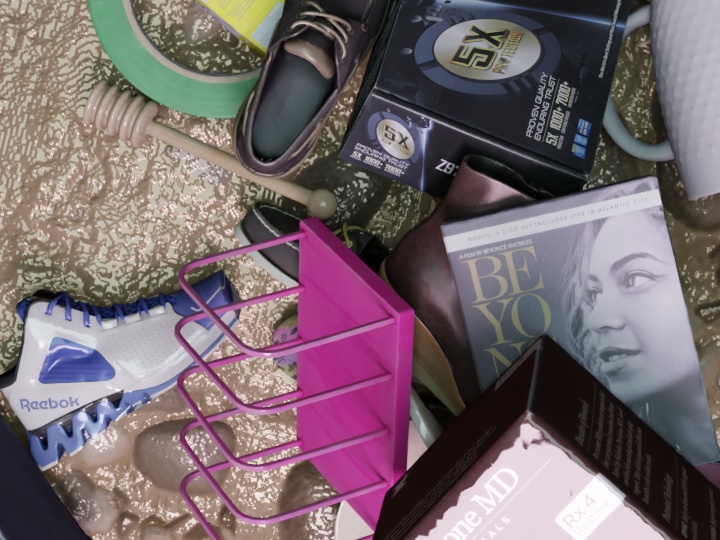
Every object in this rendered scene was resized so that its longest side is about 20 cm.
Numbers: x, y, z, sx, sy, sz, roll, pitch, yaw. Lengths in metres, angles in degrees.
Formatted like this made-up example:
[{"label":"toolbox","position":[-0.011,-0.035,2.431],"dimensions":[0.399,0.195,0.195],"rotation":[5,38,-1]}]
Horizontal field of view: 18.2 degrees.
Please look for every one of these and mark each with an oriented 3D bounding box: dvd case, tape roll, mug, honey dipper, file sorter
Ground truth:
[{"label":"dvd case","position":[0.148,0.048,1.511],"dimensions":[0.148,0.016,0.200],"rotation":[-12,100,10]},{"label":"tape roll","position":[-0.101,-0.213,1.654],"dimensions":[0.200,0.048,0.201],"rotation":[0,97,-4]},{"label":"mug","position":[0.263,-0.149,1.647],"dimensions":[0.200,0.148,0.176],"rotation":[-16,89,29]},{"label":"honey dipper","position":[-0.108,-0.086,1.652],"dimensions":[0.200,0.038,0.038],"rotation":[24,95,8]},{"label":"file sorter","position":[-0.054,0.093,1.573],"dimensions":[0.125,0.139,0.200],"rotation":[-16,126,-25]}]

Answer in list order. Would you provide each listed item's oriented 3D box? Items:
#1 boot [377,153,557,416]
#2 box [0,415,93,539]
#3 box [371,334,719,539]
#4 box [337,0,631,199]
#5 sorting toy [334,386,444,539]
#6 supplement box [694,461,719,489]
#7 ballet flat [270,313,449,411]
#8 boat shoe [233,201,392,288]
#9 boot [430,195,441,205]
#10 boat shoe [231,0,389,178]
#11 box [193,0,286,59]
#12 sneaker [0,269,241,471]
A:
[{"label":"boot","position":[0.111,0.031,1.553],"dimensions":[0.200,0.072,0.166],"rotation":[33,121,-4]},{"label":"box","position":[-0.330,0.198,1.633],"dimensions":[0.200,0.117,0.197],"rotation":[-33,97,16]},{"label":"box","position":[0.132,0.183,1.451],"dimensions":[0.200,0.164,0.166],"rotation":[41,107,-5]},{"label":"box","position":[0.093,-0.149,1.602],"dimensions":[0.163,0.086,0.200],"rotation":[22,56,-6]},{"label":"sorting toy","position":[0.045,0.155,1.637],"dimensions":[0.107,0.200,0.180],"rotation":[-36,110,-22]},{"label":"supplement box","position":[0.201,0.168,1.640],"dimensions":[0.085,0.200,0.111],"rotation":[8,96,-4]},{"label":"ballet flat","position":[0.032,0.071,1.684],"dimensions":[0.200,0.071,0.069],"rotation":[13,95,-5]},{"label":"boat shoe","position":[0.000,0.000,1.653],"dimensions":[0.201,0.072,0.061],"rotation":[32,117,12]},{"label":"boot","position":[0.070,-0.059,1.679],"dimensions":[0.144,0.071,0.202],"rotation":[27,90,-1]},{"label":"boat shoe","position":[-0.028,-0.153,1.562],"dimensions":[0.074,0.073,0.200],"rotation":[21,97,-8]},{"label":"box","position":[-0.088,-0.243,1.605],"dimensions":[0.200,0.048,0.117],"rotation":[39,94,-10]},{"label":"sneaker","position":[-0.192,0.049,1.664],"dimensions":[0.199,0.081,0.115],"rotation":[-36,100,3]}]
